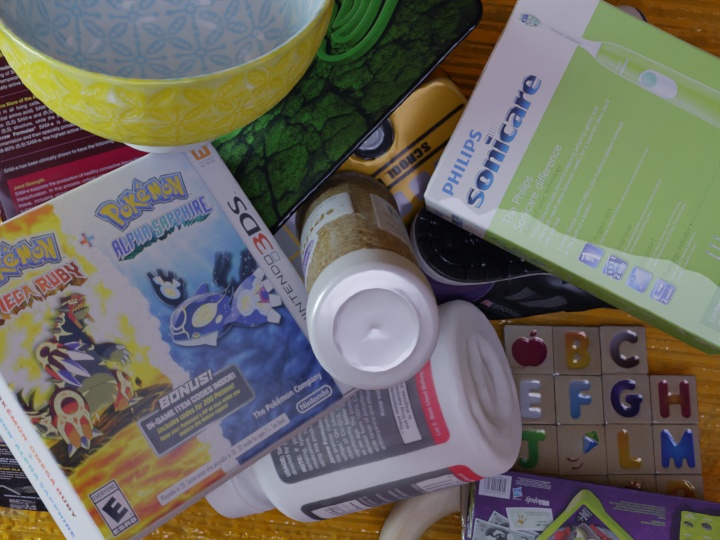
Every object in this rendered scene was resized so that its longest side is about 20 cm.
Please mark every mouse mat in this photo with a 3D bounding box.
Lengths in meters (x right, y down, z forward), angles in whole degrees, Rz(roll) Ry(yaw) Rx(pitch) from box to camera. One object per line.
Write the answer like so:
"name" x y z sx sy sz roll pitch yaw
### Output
"mouse mat" -0.037 -0.137 0.935 0.200 0.008 0.161 -44 62 8

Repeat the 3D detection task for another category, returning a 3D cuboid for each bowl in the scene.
"bowl" -0.112 -0.132 0.863 0.198 0.202 0.108 2 137 -2

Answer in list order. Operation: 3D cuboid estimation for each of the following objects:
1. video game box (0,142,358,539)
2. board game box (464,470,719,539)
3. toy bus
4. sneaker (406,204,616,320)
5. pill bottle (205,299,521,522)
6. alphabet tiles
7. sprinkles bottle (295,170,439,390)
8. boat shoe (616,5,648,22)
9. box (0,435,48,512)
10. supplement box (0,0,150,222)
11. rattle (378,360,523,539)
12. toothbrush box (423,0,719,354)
"video game box" -0.118 0.037 0.850 0.183 0.199 0.047 54 142 7
"board game box" 0.162 0.199 0.968 0.198 0.032 0.121 10 69 -4
"toy bus" -0.011 -0.050 0.977 0.199 0.065 0.078 -39 104 7
"sneaker" 0.108 -0.004 0.998 0.198 0.088 0.077 6 64 -23
"pill bottle" -0.006 0.097 0.971 0.198 0.111 0.112 -18 104 22
"alphabet tiles" 0.146 0.134 1.001 0.164 0.006 0.202 1 74 -7
"sprinkles bottle" 0.000 0.000 0.853 0.067 0.200 0.069 -1 107 -4
"boat shoe" 0.208 -0.072 0.963 0.085 0.075 0.204 -11 81 -15
"box" -0.241 0.087 0.919 0.197 0.050 0.158 5 144 -3
"supplement box" -0.174 -0.058 0.943 0.108 0.061 0.202 -16 93 -13
"rattle" 0.077 0.174 0.998 0.129 0.143 0.202 18 108 8
"toothbrush box" 0.155 -0.059 0.883 0.198 0.086 0.147 26 89 3
